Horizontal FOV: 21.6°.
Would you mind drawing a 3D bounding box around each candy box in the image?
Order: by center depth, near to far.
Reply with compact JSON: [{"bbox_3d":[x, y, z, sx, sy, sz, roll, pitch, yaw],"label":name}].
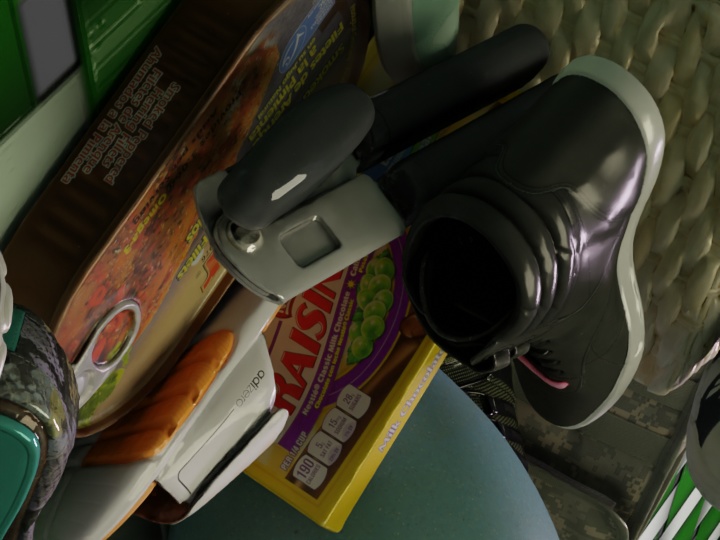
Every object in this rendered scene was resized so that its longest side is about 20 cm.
[{"bbox_3d":[0.000,0.000,0.809,0.200,0.102,0.026,-59,156,-2],"label":"candy box"}]

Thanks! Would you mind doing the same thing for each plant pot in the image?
[{"bbox_3d":[-0.005,0.113,0.882,0.200,0.199,0.135,-21,104,-60],"label":"plant pot"}]

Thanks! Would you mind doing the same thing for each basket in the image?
[{"bbox_3d":[0.134,-0.088,0.866,0.161,0.198,0.201,-34,149,-46],"label":"basket"}]

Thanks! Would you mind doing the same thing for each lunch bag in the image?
[{"bbox_3d":[0.116,0.078,1.114,0.118,0.164,0.201,-31,146,-63],"label":"lunch bag"}]

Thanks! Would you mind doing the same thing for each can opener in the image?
[{"bbox_3d":[0.021,-0.050,0.702,0.200,0.053,0.067,-31,170,-40],"label":"can opener"}]

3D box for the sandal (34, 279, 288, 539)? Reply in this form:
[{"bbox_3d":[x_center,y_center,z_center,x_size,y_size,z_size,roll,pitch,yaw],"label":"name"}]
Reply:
[{"bbox_3d":[-0.051,0.044,0.765,0.207,0.059,0.079,-54,-156,-16],"label":"sandal"}]

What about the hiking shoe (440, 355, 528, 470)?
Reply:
[{"bbox_3d":[0.062,0.093,1.008,0.075,0.101,0.201,-18,109,-8],"label":"hiking shoe"}]

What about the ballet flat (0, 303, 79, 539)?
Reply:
[{"bbox_3d":[-0.139,0.081,0.635,0.072,0.072,0.201,-37,164,-46],"label":"ballet flat"}]

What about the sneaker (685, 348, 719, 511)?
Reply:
[{"bbox_3d":[0.208,0.008,0.798,0.199,0.079,0.130,-39,150,-31],"label":"sneaker"}]

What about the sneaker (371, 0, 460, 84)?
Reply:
[{"bbox_3d":[0.063,-0.142,0.709,0.201,0.118,0.074,92,-2,-53],"label":"sneaker"}]

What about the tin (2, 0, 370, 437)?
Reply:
[{"bbox_3d":[-0.067,-0.031,0.698,0.200,0.042,0.112,-55,157,-10],"label":"tin"}]

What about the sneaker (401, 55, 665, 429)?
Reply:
[{"bbox_3d":[0.060,0.014,0.740,0.099,0.071,0.200,-38,150,-26],"label":"sneaker"}]

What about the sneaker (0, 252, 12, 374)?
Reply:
[{"bbox_3d":[-0.169,0.039,0.499,0.200,0.077,0.085,-49,151,-31],"label":"sneaker"}]
